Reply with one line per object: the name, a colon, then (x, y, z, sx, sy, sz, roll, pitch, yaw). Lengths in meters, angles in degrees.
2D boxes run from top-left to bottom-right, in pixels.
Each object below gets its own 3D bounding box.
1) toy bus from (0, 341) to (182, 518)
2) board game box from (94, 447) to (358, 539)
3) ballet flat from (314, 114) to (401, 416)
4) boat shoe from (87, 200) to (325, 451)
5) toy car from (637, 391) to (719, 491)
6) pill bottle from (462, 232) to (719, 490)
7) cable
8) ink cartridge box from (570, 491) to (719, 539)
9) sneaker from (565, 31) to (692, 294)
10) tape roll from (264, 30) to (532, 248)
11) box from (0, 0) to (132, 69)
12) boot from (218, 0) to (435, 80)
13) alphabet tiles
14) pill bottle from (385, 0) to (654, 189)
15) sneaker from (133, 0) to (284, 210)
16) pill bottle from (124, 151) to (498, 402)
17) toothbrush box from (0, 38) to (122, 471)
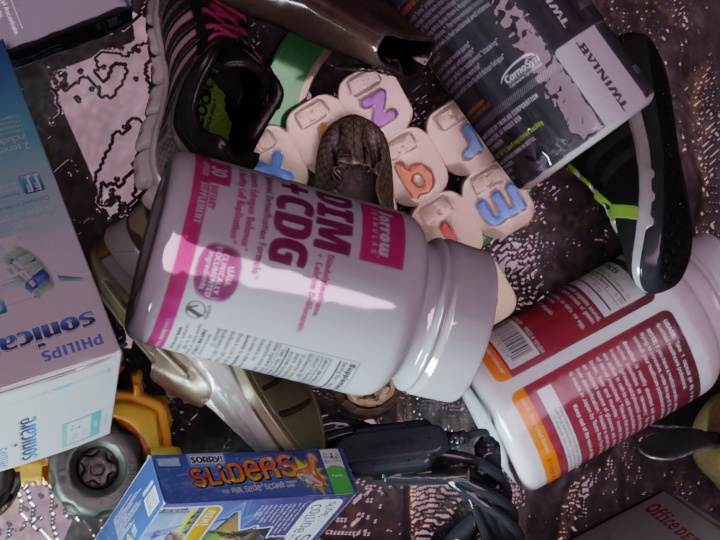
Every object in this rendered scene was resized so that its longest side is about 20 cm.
toy bus: (-0.218, 0.069, 0.887, 0.199, 0.136, 0.193, -2, 80, -11)
board game box: (-0.106, 0.183, 0.868, 0.135, 0.035, 0.200, 4, 138, -35)
ballet flat: (0.000, 0.000, 0.883, 0.067, 0.046, 0.201, -2, 101, -5)
boat shoe: (-0.099, 0.051, 0.884, 0.068, 0.075, 0.200, -34, 90, 22)
toy car: (0.283, 0.142, 0.955, 0.199, 0.164, 0.158, 13, 93, -1)
pill bottle: (0.172, 0.058, 0.945, 0.200, 0.113, 0.113, -28, 99, -5)
cable: (0.009, 0.169, 0.942, 0.199, 0.051, 0.164, -11, 128, 11)
ink cartridge box: (0.171, 0.248, 0.948, 0.200, 0.145, 0.088, -28, 100, -6)
sneaker: (0.172, -0.069, 0.928, 0.083, 0.072, 0.201, -14, 58, 25)
tape roll: (0.027, -0.100, 0.939, 0.200, 0.048, 0.201, -1, 96, -9)
box: (-0.250, -0.170, 0.836, 0.199, 0.148, 0.107, -22, 99, -6)
boot: (-0.052, -0.172, 0.770, 0.166, 0.200, 0.073, 33, 102, 20)
alphabet tiles: (0.011, -0.028, 0.910, 0.200, 0.015, 0.196, -31, 102, 0)
pill bottle: (0.086, -0.159, 0.856, 0.106, 0.106, 0.200, -35, 90, -4)
sneaker: (-0.088, -0.131, 0.868, 0.074, 0.087, 0.201, 26, 60, -41)
pill bottle: (-0.028, 0.009, 0.804, 0.199, 0.113, 0.114, 15, 93, -13)
toothbrush box: (-0.210, -0.003, 0.776, 0.085, 0.146, 0.200, -17, 70, -19)
